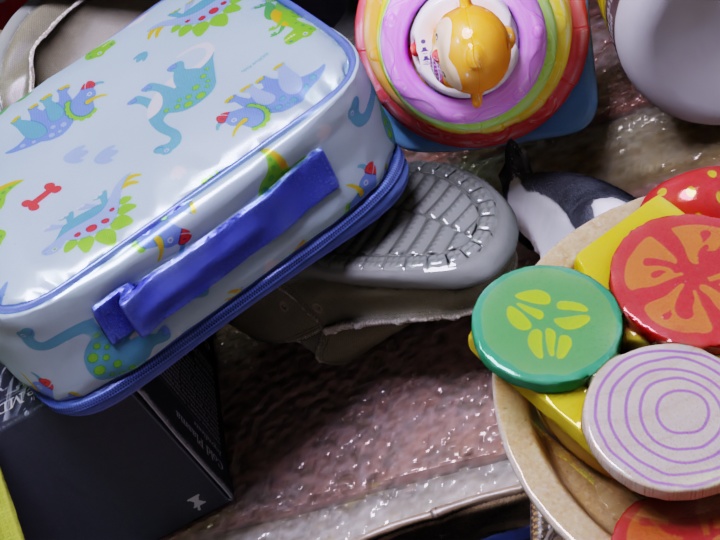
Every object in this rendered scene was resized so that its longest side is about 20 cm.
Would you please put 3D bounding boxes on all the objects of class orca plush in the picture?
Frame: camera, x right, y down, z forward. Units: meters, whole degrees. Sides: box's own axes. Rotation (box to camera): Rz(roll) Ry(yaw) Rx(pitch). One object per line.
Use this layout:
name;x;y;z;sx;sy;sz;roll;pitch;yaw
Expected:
orca plush;0.120;0.015;0.828;0.200;0.071;0.106;-137;53;-64

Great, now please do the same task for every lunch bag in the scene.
lunch bag;-0.089;-0.035;0.859;0.200;0.083;0.161;-37;37;-12

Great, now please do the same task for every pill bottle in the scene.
pill bottle;0.156;-0.165;0.931;0.109;0.109;0.200;-28;36;14

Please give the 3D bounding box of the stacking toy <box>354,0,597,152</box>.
stacking toy;0.047;-0.098;0.839;0.109;0.117;0.200;-6;11;5

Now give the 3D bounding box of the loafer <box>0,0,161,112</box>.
loafer;-0.112;-0.127;0.999;0.069;0.075;0.200;-4;38;42

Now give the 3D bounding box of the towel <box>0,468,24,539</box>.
towel;-0.187;0.124;0.861;0.086;0.201;0.018;-21;-5;14

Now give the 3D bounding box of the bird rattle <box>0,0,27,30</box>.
bird rattle;-0.174;-0.135;1.154;0.163;0.113;0.200;-21;-14;-45

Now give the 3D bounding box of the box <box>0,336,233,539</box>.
box;-0.177;0.065;0.969;0.199;0.104;0.182;-29;37;12

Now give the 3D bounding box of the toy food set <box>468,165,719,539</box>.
toy food set;0.143;0.041;0.685;0.198;0.049;0.200;-35;59;-25

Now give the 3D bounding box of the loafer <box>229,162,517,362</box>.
loafer;0.000;0.000;0.907;0.199;0.070;0.075;1;43;47

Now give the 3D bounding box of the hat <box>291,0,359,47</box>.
hat;-0.041;-0.100;1.051;0.200;0.081;0.201;-25;29;15

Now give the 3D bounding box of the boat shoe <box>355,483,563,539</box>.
boat shoe;0.086;0.104;0.721;0.199;0.072;0.072;-21;38;20
